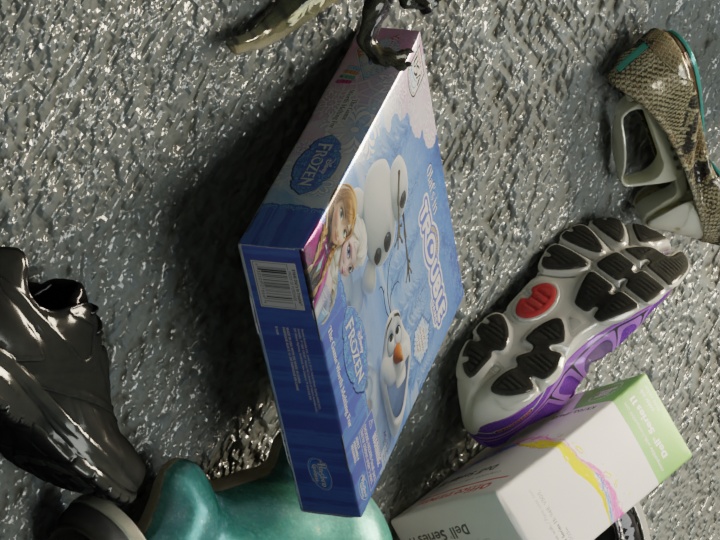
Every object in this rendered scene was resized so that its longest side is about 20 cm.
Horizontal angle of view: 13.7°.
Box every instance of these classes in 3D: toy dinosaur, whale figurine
[{"bbox_3d":[0.007,-0.165,1.672,0.200,0.047,0.088,-50,117,-21],"label":"toy dinosaur"},{"bbox_3d":[-0.053,0.170,1.733,0.200,0.103,0.160,30,84,-54],"label":"whale figurine"}]

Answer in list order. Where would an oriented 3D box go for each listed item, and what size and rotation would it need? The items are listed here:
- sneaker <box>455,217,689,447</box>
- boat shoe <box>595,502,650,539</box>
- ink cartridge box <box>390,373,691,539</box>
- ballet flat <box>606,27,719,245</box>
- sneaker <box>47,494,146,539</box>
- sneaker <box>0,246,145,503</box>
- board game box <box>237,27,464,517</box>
[{"bbox_3d":[0.132,0.040,1.954,0.200,0.081,0.084,-37,152,-26],"label":"sneaker"},{"bbox_3d":[0.150,0.238,2.075,0.060,0.074,0.201,-28,138,-48],"label":"boat shoe"},{"bbox_3d":[0.103,0.150,1.909,0.200,0.117,0.068,-35,98,-39],"label":"ink cartridge box"},{"bbox_3d":[0.206,-0.073,1.990,0.075,0.068,0.201,-34,132,-7],"label":"ballet flat"},{"bbox_3d":[-0.164,0.226,1.640,0.106,0.074,0.201,-31,133,-43],"label":"sneaker"},{"bbox_3d":[-0.159,0.056,1.561,0.091,0.076,0.200,-64,149,-18],"label":"sneaker"},{"bbox_3d":[0.000,0.000,1.707,0.200,0.043,0.201,-64,152,-44],"label":"board game box"}]
